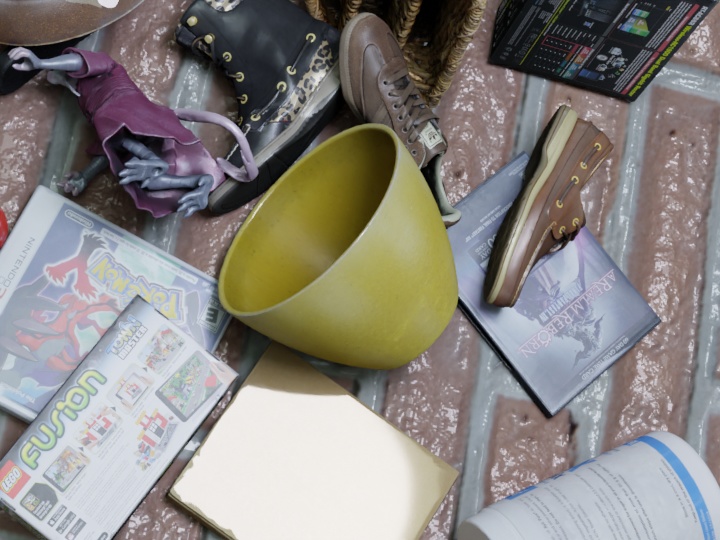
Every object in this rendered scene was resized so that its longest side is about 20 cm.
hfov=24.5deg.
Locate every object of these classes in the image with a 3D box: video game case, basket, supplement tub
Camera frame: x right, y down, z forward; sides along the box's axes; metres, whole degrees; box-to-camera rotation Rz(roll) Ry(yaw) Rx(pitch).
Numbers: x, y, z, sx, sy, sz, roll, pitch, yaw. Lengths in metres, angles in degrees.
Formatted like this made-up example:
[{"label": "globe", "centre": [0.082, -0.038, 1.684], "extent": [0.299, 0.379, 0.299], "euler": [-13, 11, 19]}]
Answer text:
[{"label": "video game case", "centre": [-0.225, 0.052, 1.387], "extent": [0.199, 0.023, 0.183], "euler": [28, 70, -4]}, {"label": "basket", "centre": [0.021, -0.252, 1.429], "extent": [0.141, 0.200, 0.150], "euler": [5, 66, -12]}, {"label": "video game case", "centre": [0.158, 0.011, 1.492], "extent": [0.142, 0.019, 0.200], "euler": [-37, 85, -20]}, {"label": "supplement tub", "centre": [0.195, 0.228, 1.379], "extent": [0.198, 0.132, 0.133], "euler": [-20, 80, -18]}]

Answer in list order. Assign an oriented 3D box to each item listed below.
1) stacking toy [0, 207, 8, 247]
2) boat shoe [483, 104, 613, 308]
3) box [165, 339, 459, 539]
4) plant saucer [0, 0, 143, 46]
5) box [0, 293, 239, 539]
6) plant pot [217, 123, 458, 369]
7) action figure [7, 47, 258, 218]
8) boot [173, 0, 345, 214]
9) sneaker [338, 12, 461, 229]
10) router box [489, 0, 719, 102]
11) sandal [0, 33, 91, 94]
[{"label": "stacking toy", "centre": [-0.368, 0.008, 1.339], "extent": [0.200, 0.085, 0.086], "euler": [-39, 86, -24]}, {"label": "boat shoe", "centre": [0.168, -0.052, 1.464], "extent": [0.067, 0.072, 0.201], "euler": [27, 68, -2]}, {"label": "box", "centre": [-0.038, 0.180, 1.395], "extent": [0.199, 0.021, 0.164], "euler": [35, 70, -1]}, {"label": "plant saucer", "centre": [-0.256, -0.270, 1.408], "extent": [0.198, 0.035, 0.202], "euler": [-7, 49, 8]}, {"label": "box", "centre": [-0.201, 0.130, 1.339], "extent": [0.110, 0.035, 0.200], "euler": [38, 70, 0]}, {"label": "plant pot", "centre": [0.000, 0.000, 1.383], "extent": [0.142, 0.199, 0.201], "euler": [44, 67, -27]}, {"label": "action figure", "centre": [-0.198, -0.137, 1.381], "extent": [0.148, 0.135, 0.200], "euler": [-26, 48, -14]}, {"label": "boot", "centre": [-0.104, -0.162, 1.450], "extent": [0.150, 0.073, 0.200], "euler": [41, 82, 8]}, {"label": "sneaker", "centre": [0.042, -0.127, 1.428], "extent": [0.070, 0.075, 0.202], "euler": [-37, 121, -39]}, {"label": "router box", "centre": [0.216, -0.237, 1.476], "extent": [0.148, 0.200, 0.063], "euler": [15, 67, -9]}, {"label": "sandal", "centre": [-0.250, -0.232, 1.437], "extent": [0.200, 0.075, 0.045], "euler": [-41, 76, -17]}]
